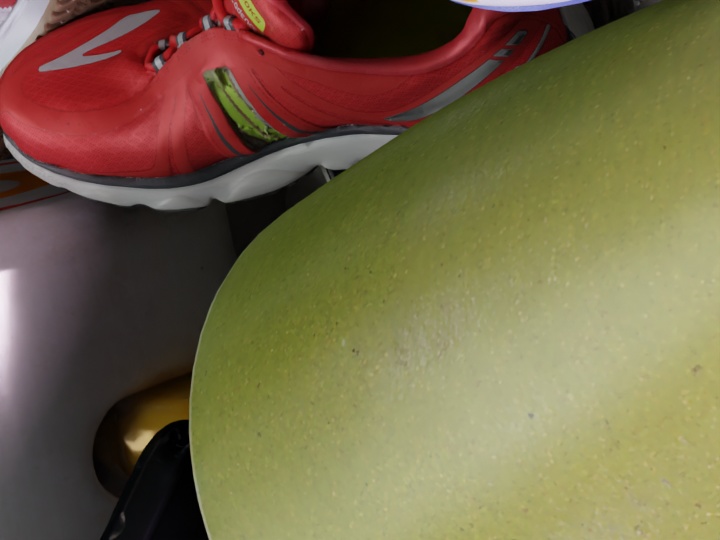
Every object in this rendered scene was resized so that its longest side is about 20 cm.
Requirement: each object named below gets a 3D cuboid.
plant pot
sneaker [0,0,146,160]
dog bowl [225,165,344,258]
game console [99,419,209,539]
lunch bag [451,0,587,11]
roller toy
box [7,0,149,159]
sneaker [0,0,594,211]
[{"bbox_3d":[0.088,0.011,0.649,0.200,0.187,0.188,-43,61,48],"label":"plant pot"},{"bbox_3d":[-0.125,-0.124,0.933,0.113,0.071,0.200,47,139,12],"label":"sneaker"},{"bbox_3d":[0.000,0.000,0.989,0.200,0.074,0.201,166,90,-71],"label":"dog bowl"},{"bbox_3d":[-0.016,0.161,0.794,0.116,0.176,0.200,20,167,21],"label":"game console"},{"bbox_3d":[0.045,-0.126,0.658,0.200,0.160,0.076,-136,37,-57],"label":"lunch bag"},{"bbox_3d":[-0.125,0.040,0.984,0.182,0.199,0.140,-133,32,-77],"label":"roller toy"},{"bbox_3d":[-0.157,-0.126,1.283,0.200,0.104,0.182,105,146,-54],"label":"box"},{"bbox_3d":[-0.028,-0.073,0.863,0.085,0.199,0.077,54,-144,-52],"label":"sneaker"}]
